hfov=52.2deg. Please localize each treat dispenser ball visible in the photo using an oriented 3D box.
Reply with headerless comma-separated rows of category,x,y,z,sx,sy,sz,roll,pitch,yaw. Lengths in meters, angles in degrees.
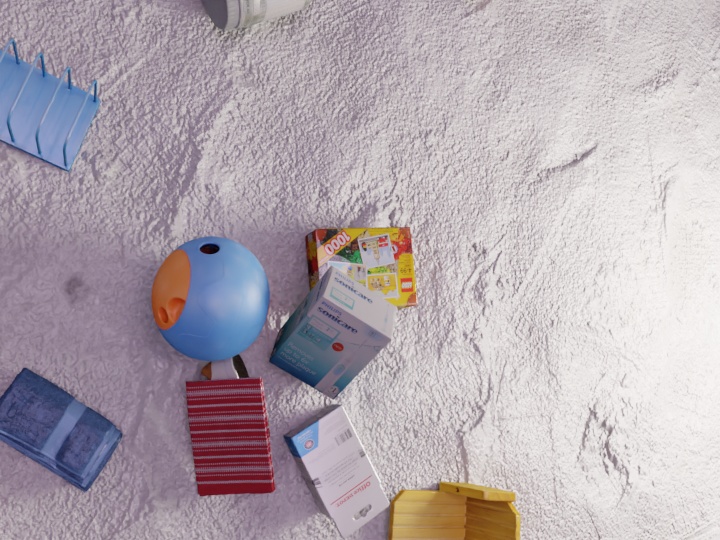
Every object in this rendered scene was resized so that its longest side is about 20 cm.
treat dispenser ball,-0.248,0.047,1.224,0.195,0.200,0.207,3,81,-21

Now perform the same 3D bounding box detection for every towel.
towel,-0.220,0.284,1.248,0.140,0.022,0.207,-4,96,8
towel,-0.491,0.254,1.180,0.198,0.048,0.113,37,70,-13

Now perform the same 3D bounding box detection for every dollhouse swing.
dollhouse swing,0.170,0.503,1.351,0.173,0.179,0.206,13,77,-39

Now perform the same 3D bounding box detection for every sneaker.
sneaker,-0.220,0.247,1.291,0.083,0.073,0.205,-18,97,10

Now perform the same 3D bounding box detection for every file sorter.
file sorter,-0.543,-0.281,1.197,0.196,0.122,0.142,24,75,-17

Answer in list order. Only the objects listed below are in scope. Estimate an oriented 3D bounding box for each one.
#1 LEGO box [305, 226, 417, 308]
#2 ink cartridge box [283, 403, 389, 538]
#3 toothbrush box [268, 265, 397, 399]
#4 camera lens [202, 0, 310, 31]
LEGO box,0.000,0.000,1.396,0.194,0.077,0.154,-3,83,-22
ink cartridge box,-0.043,0.361,1.332,0.114,0.066,0.204,-27,92,-23
toothbrush box,-0.049,0.113,1.291,0.144,0.200,0.086,32,36,-14
camera lens,-0.189,-0.546,1.355,0.196,0.159,0.164,-25,92,-23
